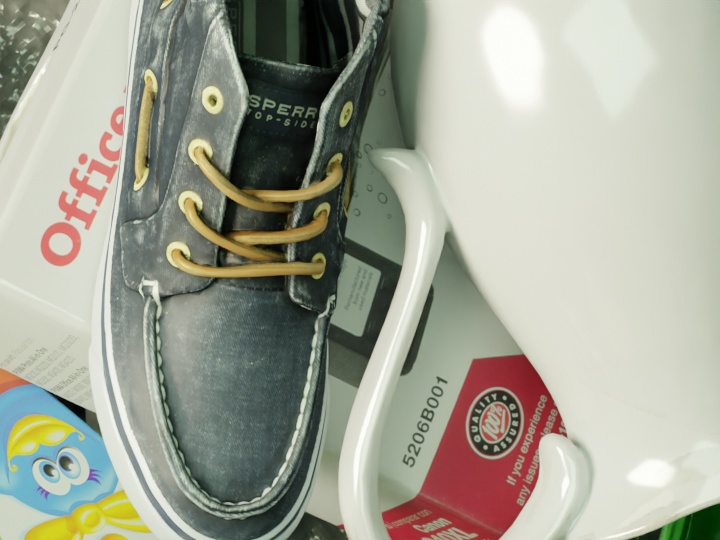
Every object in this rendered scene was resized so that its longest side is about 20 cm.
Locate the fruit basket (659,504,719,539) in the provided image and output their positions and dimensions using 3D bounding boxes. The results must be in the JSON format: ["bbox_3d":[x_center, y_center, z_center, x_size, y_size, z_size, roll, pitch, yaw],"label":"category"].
[{"bbox_3d":[0.152,0.169,0.698,0.155,0.216,0.216,16,84,0],"label":"fruit basket"}]

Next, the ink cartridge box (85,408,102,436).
[{"bbox_3d":[0.000,0.000,0.788,0.199,0.050,0.162,-4,85,1],"label":"ink cartridge box"}]

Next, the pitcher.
[{"bbox_3d":[0.058,-0.013,0.647,0.171,0.121,0.201,-18,98,-19],"label":"pitcher"}]

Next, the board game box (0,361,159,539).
[{"bbox_3d":[-0.115,0.120,0.727,0.200,0.105,0.103,39,49,3],"label":"board game box"}]

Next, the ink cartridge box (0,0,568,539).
[{"bbox_3d":[-0.019,-0.009,0.721,0.200,0.083,0.146,27,71,-13],"label":"ink cartridge box"}]

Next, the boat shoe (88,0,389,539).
[{"bbox_3d":[-0.034,-0.020,0.624,0.071,0.091,0.201,2,79,-18],"label":"boat shoe"}]

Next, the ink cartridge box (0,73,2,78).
[{"bbox_3d":[-0.236,-0.041,0.790,0.200,0.042,0.119,-44,88,-2],"label":"ink cartridge box"}]
